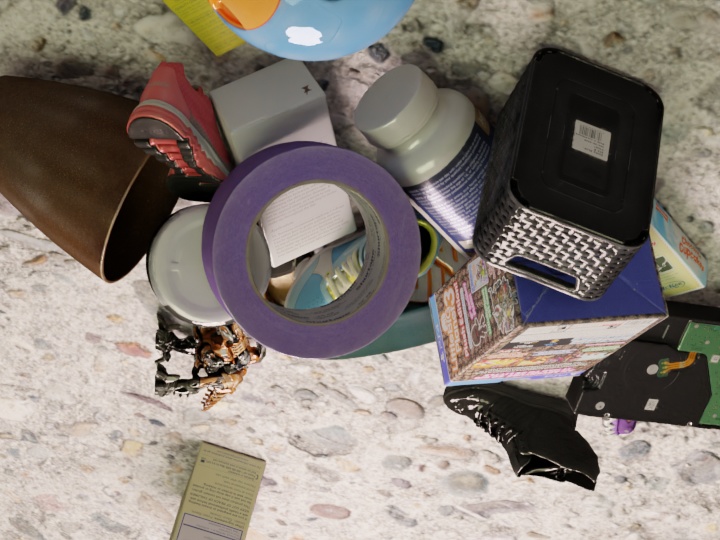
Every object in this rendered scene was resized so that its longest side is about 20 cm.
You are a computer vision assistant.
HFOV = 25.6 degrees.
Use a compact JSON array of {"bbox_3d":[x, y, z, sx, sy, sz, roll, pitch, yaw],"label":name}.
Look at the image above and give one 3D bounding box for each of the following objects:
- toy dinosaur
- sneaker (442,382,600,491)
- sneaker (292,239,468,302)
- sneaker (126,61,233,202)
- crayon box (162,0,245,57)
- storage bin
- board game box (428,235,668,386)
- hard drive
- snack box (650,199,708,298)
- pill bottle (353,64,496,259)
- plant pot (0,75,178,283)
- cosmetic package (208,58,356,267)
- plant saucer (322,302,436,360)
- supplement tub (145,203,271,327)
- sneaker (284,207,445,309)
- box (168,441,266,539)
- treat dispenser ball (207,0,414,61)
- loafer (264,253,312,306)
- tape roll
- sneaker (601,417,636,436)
[{"bbox_3d":[-0.184,0.115,1.939,0.135,0.102,0.201,1,122,-10],"label":"toy dinosaur"},{"bbox_3d":[0.190,0.198,1.899,0.198,0.105,0.060,11,143,5],"label":"sneaker"},{"bbox_3d":[0.028,0.002,1.744,0.199,0.079,0.077,-4,171,11],"label":"sneaker"},{"bbox_3d":[-0.158,-0.131,1.541,0.073,0.087,0.200,5,157,17],"label":"sneaker"},{"bbox_3d":[-0.143,-0.295,1.435,0.126,0.051,0.200,-18,133,35],"label":"crayon box"},{"bbox_3d":[0.192,-0.090,1.457,0.134,0.201,0.094,20,143,-7],"label":"storage bin"},{"bbox_3d":[0.180,0.036,1.563,0.158,0.097,0.200,-3,161,-20],"label":"board game box"},{"bbox_3d":[0.333,0.099,1.702,0.199,0.038,0.140,7,120,-18],"label":"hard drive"},{"bbox_3d":[0.252,-0.003,1.681,0.199,0.037,0.116,-18,133,36],"label":"snack box"},{"bbox_3d":[0.086,-0.106,1.547,0.111,0.111,0.200,-19,131,36],"label":"pill bottle"},{"bbox_3d":[-0.299,-0.116,1.633,0.199,0.187,0.187,28,143,8],"label":"plant pot"},{"bbox_3d":[-0.076,-0.107,1.599,0.101,0.071,0.201,-24,140,-10],"label":"cosmetic package"},{"bbox_3d":[0.039,0.056,1.744,0.199,0.200,0.036,-10,96,28],"label":"plant saucer"},{"bbox_3d":[-0.160,-0.007,1.633,0.122,0.123,0.200,22,178,-10],"label":"supplement tub"},{"bbox_3d":[0.000,0.000,1.637,0.200,0.131,0.080,-38,94,5],"label":"sneaker"},{"bbox_3d":[-0.212,0.371,2.175,0.096,0.201,0.176,18,142,-5],"label":"box"},{"bbox_3d":[-0.041,-0.274,1.305,0.199,0.202,0.201,9,142,7],"label":"treat dispenser ball"},{"bbox_3d":[-0.092,-0.019,1.747,0.072,0.073,0.201,1,140,19],"label":"loafer"},{"bbox_3d":[-0.048,-0.021,1.505,0.199,0.201,0.085,27,180,-16],"label":"tape roll"},{"bbox_3d":[0.315,0.119,1.786,0.088,0.081,0.201,0,140,7],"label":"sneaker"}]
